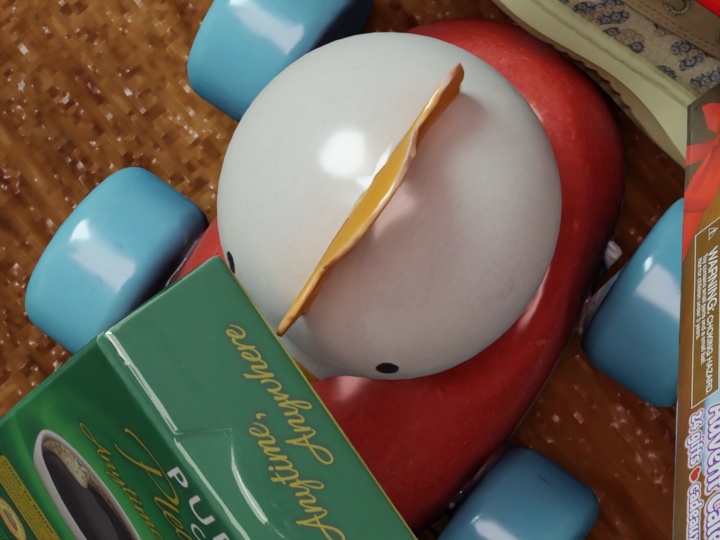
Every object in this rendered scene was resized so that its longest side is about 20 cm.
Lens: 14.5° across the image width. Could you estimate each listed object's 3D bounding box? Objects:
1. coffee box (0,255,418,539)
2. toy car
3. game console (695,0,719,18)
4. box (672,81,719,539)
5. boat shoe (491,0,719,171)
[{"bbox_3d":[-0.049,0.076,0.802,0.044,0.200,0.123,-34,88,-24],"label":"coffee box"},{"bbox_3d":[0.000,0.000,0.802,0.184,0.200,0.177,35,92,9],"label":"toy car"},{"bbox_3d":[0.126,-0.166,0.736,0.200,0.119,0.172,38,52,19],"label":"game console"},{"bbox_3d":[0.140,-0.001,0.714,0.039,0.200,0.137,34,130,-24],"label":"box"},{"bbox_3d":[0.082,-0.091,0.836,0.200,0.073,0.063,40,111,-18],"label":"boat shoe"}]
